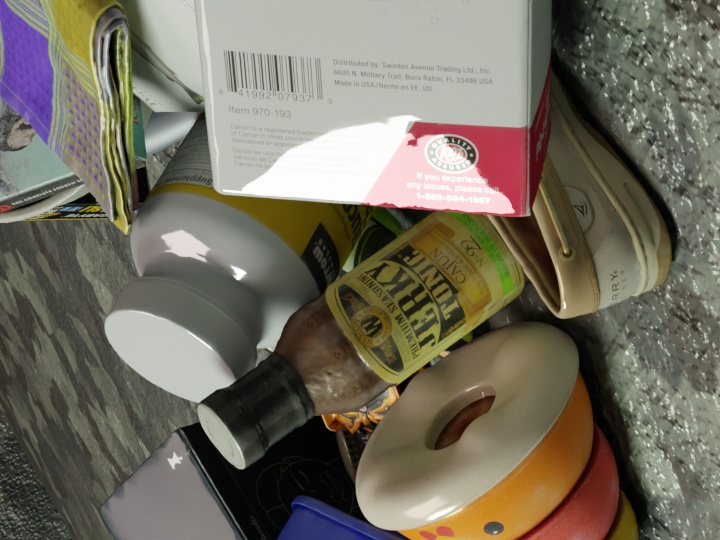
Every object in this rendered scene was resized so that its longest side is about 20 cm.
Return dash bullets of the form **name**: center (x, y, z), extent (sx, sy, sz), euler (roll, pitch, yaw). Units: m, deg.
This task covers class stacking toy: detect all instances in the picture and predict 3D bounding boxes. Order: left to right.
- **stacking toy**: center (0.107, 0.141, 1.000), extent (0.200, 0.146, 0.146), euler (49, 165, -18)

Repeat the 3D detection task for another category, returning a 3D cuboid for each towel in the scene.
- **towel**: center (-0.172, -0.124, 0.962), extent (0.200, 0.023, 0.144), euler (46, 149, 35)

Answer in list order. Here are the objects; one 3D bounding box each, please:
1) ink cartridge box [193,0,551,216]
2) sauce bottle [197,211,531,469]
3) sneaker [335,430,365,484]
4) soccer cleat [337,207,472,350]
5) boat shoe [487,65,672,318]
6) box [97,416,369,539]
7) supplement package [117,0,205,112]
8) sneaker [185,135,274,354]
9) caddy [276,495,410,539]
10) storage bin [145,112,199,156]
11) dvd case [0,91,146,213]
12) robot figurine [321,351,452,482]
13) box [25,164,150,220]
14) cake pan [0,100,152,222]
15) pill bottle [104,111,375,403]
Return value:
- **ink cartridge box**: center (0.007, -0.132, 0.765), extent (0.144, 0.084, 0.201), euler (6, 124, 13)
- **sauce bottle**: center (0.007, 0.031, 0.942), extent (0.065, 0.200, 0.065), euler (44, 158, 24)
- **sneaker**: center (-0.003, 0.054, 1.199), extent (0.076, 0.070, 0.201), euler (-111, 13, -63)
- **soccer cleat**: center (0.000, 0.000, 1.070), extent (0.068, 0.081, 0.200), euler (45, -177, -41)
- **boat shoe**: center (0.065, -0.060, 0.873), extent (0.200, 0.069, 0.074), euler (52, 158, 27)
- **box**: center (-0.052, 0.178, 1.261), extent (0.107, 0.199, 0.149), euler (-44, 71, 32)
- **supplement package**: center (-0.073, -0.160, 0.944), extent (0.117, 0.118, 0.200), euler (42, 164, -25)
- **sneaker**: center (-0.064, -0.040, 1.242), extent (0.201, 0.066, 0.091), euler (62, 146, 33)
- **caddy**: center (0.023, 0.200, 1.073), extent (0.141, 0.105, 0.199), euler (46, 162, -33)
- **storage bin**: center (-0.186, -0.160, 1.241), extent (0.200, 0.145, 0.135), euler (0, -112, -68)
- **dvd case**: center (-0.218, -0.106, 1.087), extent (0.199, 0.022, 0.147), euler (-16, 73, 29)
- **robot figurine**: center (0.043, 0.114, 1.117), extent (0.144, 0.058, 0.201), euler (-13, 115, 45)
- **box**: center (-0.239, -0.139, 1.333), extent (0.049, 0.159, 0.202), euler (-16, 82, 41)
- **cake pan**: center (-0.201, -0.125, 1.118), extent (0.201, 0.200, 0.037), euler (52, -164, 26)
- **pill bottle**: center (-0.057, -0.030, 0.996), extent (0.111, 0.201, 0.112), euler (21, 150, 13)
